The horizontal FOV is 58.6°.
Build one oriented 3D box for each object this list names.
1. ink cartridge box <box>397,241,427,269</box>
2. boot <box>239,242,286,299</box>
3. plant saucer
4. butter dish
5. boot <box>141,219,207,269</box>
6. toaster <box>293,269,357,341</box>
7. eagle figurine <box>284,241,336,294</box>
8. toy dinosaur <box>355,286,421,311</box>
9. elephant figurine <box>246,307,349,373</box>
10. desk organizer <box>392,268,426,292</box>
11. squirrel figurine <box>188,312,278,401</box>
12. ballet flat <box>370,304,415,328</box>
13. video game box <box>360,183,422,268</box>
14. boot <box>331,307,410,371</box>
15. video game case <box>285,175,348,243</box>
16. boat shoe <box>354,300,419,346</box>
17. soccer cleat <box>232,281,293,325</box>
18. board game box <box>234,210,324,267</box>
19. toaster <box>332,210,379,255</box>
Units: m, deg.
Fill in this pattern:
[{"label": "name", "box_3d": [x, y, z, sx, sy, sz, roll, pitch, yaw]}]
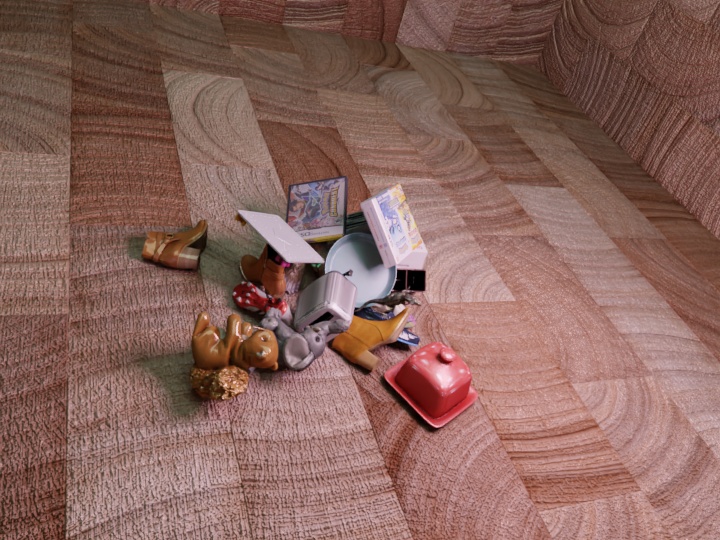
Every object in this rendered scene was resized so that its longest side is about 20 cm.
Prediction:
[{"label": "ink cartridge box", "box_3d": [0.114, -0.095, 2.035, 0.142, 0.085, 0.202, 3, 41, -21]}, {"label": "boot", "box_3d": [-0.256, -0.019, 1.711, 0.073, 0.157, 0.200, -25, 55, -33]}, {"label": "plant saucer", "box_3d": [0.000, 0.000, 1.735, 0.195, 0.027, 0.205, 2, 80, -9]}, {"label": "butter dish", "box_3d": [0.195, 0.253, 1.598, 0.197, 0.150, 0.200, -23, 54, -41]}, {"label": "boot", "box_3d": [-0.505, -0.083, 1.762, 0.151, 0.078, 0.203, 10, 46, -6]}, {"label": "toaster", "box_3d": [-0.085, 0.096, 1.631, 0.113, 0.198, 0.131, 40, 34, -26]}, {"label": "eagle figurine", "box_3d": [-0.145, -0.038, 1.818, 0.149, 0.152, 0.202, 31, 28, -19]}, {"label": "toy dinosaur", "box_3d": [0.085, 0.078, 1.669, 0.087, 0.197, 0.049, -13, 90, -52]}, {"label": "elephant figurine", "box_3d": [-0.148, 0.180, 1.528, 0.196, 0.158, 0.142, 21, 30, 7]}, {"label": "desk organizer", "box_3d": [0.090, 0.027, 1.860, 0.195, 0.074, 0.077, 2, -1, -22]}, {"label": "squirrel figurine", "box_3d": [-0.278, 0.203, 1.426, 0.182, 0.142, 0.204, 8, 61, 12]}, {"label": "ballet flat", "box_3d": [0.069, 0.104, 1.784, 0.196, 0.072, 0.070, 18, 36, -4]}, {"label": "video game box", "box_3d": [0.088, -0.125, 1.742, 0.046, 0.186, 0.200, -15, 12, 30]}, {"label": "boot", "box_3d": [0.026, 0.145, 1.654, 0.143, 0.071, 0.203, 33, 76, 19]}, {"label": "video game case", "box_3d": [-0.125, -0.169, 1.808, 0.176, 0.026, 0.204, -7, 59, 14]}, {"label": "boat shoe", "box_3d": [0.072, 0.140, 1.720, 0.196, 0.070, 0.084, 24, -7, 2]}, {"label": "soccer cleat", "box_3d": [-0.256, 0.089, 1.665, 0.197, 0.086, 0.069, 18, 62, 34]}, {"label": "board game box", "box_3d": [-0.208, -0.079, 1.668, 0.200, 0.026, 0.199, 43, 16, 18]}, {"label": "toaster", "box_3d": [0.007, -0.094, 1.857, 0.195, 0.121, 0.181, -13, 18, 11]}]
